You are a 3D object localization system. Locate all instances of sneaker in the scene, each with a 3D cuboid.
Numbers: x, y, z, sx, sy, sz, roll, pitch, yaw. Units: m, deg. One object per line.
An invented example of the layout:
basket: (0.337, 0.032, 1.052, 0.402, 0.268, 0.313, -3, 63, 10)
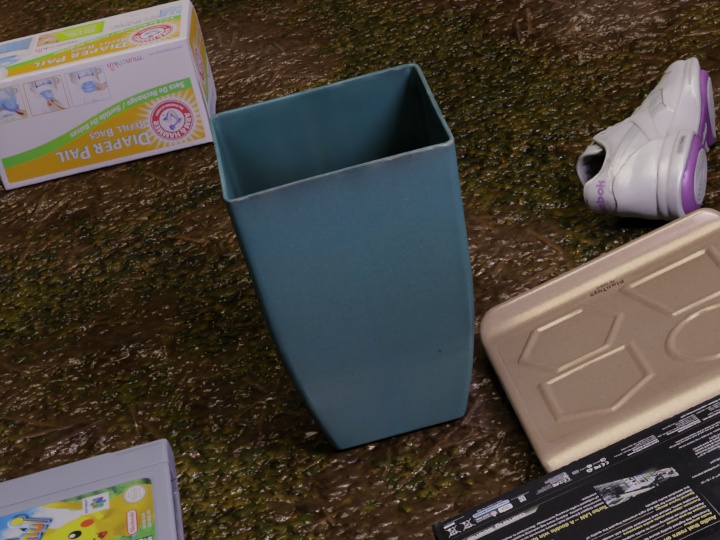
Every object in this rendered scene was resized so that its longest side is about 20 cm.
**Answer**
sneaker: (0.215, -0.103, 1.509, 0.099, 0.076, 0.200, -3, 28, 18)

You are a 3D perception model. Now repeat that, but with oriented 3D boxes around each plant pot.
plant pot: (0.000, 0.000, 1.275, 0.140, 0.202, 0.142, -15, 26, -2)

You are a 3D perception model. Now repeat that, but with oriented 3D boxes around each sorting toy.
sorting toy: (0.179, 0.049, 1.255, 0.184, 0.037, 0.200, -26, 28, 2)

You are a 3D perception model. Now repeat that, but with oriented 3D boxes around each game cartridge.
game cartridge: (-0.171, 0.175, 1.206, 0.132, 0.041, 0.200, -19, 26, -1)

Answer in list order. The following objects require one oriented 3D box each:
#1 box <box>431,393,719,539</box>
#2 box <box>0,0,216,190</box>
box: (0.156, 0.151, 0.946, 0.198, 0.087, 0.164, -24, 26, -7)
box: (-0.235, -0.160, 1.810, 0.198, 0.102, 0.113, -13, 26, 2)
